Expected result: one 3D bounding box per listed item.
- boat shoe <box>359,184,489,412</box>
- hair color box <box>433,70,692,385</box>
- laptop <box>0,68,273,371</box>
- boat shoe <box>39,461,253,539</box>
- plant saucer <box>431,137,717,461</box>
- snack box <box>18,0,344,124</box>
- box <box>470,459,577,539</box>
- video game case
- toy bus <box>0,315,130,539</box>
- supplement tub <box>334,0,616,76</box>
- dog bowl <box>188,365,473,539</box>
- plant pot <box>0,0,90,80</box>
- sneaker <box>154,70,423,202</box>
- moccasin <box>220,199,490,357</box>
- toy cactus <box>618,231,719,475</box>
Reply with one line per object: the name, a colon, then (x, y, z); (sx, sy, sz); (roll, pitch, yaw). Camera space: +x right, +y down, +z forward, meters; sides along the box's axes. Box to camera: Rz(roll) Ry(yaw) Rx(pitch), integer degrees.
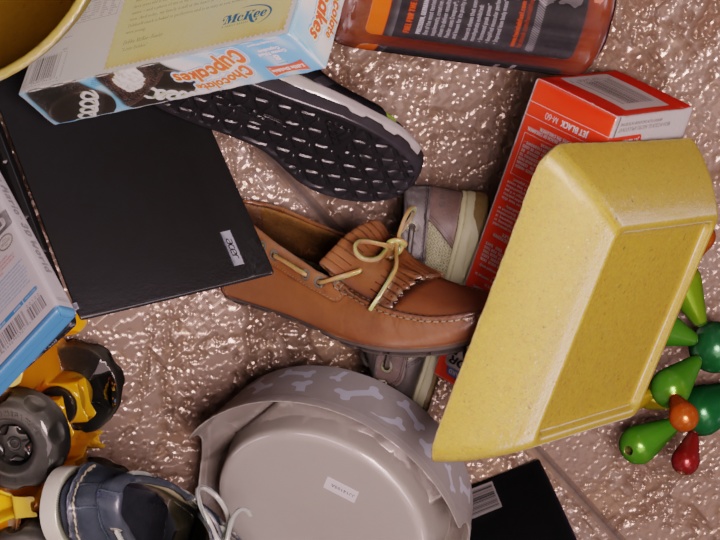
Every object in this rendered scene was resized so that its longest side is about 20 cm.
boat shoe: (0.027, 0.035, 1.247); (0.066, 0.072, 0.202); (18, 113, -1)
hair color box: (0.126, -0.019, 1.207); (0.064, 0.111, 0.201); (30, 113, 26)
laptop: (-0.181, -0.020, 1.151); (0.200, 0.178, 0.103); (-40, 149, 26)
boat shoe: (-0.113, 0.164, 1.176); (0.062, 0.075, 0.200); (-4, 151, 29)
plant saucer: (0.141, 0.023, 1.154); (0.200, 0.048, 0.201); (-7, 122, -55)
snack box: (-0.093, -0.151, 1.068); (0.199, 0.117, 0.037); (-7, 147, 37)
box: (0.128, 0.238, 1.272); (0.079, 0.200, 0.142); (-21, 115, 1)
video game case: (-0.252, -0.004, 1.122); (0.143, 0.200, 0.018); (-45, 149, 20)
toy bus: (-0.246, 0.134, 1.222); (0.191, 0.136, 0.201); (-4, 104, 15)
supplement tub: (0.045, -0.177, 1.135); (0.199, 0.107, 0.107); (6, 112, -11)
dog bowl: (-0.018, 0.147, 1.247); (0.199, 0.059, 0.201); (12, 128, 16)
plant pot: (-0.216, -0.198, 1.054); (0.199, 0.142, 0.201); (1, 97, 7)
sneaker: (-0.043, -0.115, 1.160); (0.200, 0.083, 0.072); (28, 137, -23)
moccasin: (0.001, 0.000, 1.177); (0.074, 0.201, 0.078); (-19, 120, -45)
toy cactus: (0.257, 0.057, 1.282); (0.165, 0.102, 0.201); (21, 100, -26)
